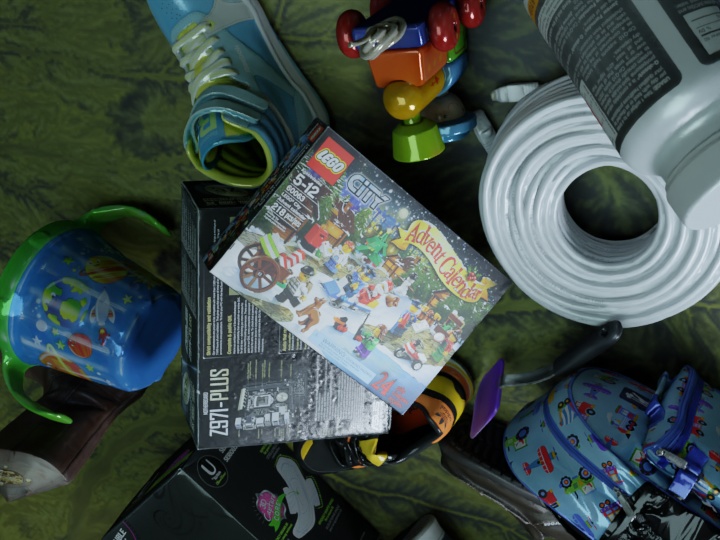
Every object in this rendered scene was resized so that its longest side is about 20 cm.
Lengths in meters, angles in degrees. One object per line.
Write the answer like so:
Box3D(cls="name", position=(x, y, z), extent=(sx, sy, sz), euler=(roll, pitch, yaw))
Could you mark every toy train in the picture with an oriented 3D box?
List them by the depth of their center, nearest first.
Box3D(cls="toy train", position=(0.031, -0.127, 0.872), extent=(0.084, 0.200, 0.116), euler=(-1, 113, 22))

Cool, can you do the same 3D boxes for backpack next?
Box3D(cls="backpack", position=(0.220, 0.148, 0.974), extent=(0.200, 0.182, 0.135), euler=(38, 117, 13))

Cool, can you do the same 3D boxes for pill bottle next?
Box3D(cls="pill bottle", position=(0.199, -0.134, 0.808), extent=(0.116, 0.116, 0.200), euler=(-42, 65, 34))

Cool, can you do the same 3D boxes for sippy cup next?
Box3D(cls="sippy cup", position=(-0.229, 0.040, 1.094), extent=(0.130, 0.140, 0.178), euler=(22, 114, 22))

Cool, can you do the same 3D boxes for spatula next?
Box3D(cls="spatula", position=(0.144, 0.081, 1.005), extent=(0.021, 0.057, 0.200), euler=(27, 144, -22))

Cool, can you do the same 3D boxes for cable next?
Box3D(cls="cable", position=(0.188, -0.053, 0.932), extent=(0.199, 0.069, 0.201), euler=(-11, 112, 26))

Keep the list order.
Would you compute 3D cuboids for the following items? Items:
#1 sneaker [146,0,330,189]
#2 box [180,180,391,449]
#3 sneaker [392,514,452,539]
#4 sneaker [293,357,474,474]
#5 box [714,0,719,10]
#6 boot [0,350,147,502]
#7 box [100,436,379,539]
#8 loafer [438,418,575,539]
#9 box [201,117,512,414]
Box3D(cls="sneaker", position=(-0.114, -0.151, 0.962), extent=(0.079, 0.131, 0.200), euler=(-36, 100, 34))
Box3D(cls="box", position=(-0.059, 0.032, 1.004), extent=(0.163, 0.086, 0.201), euler=(-4, 109, -16))
Box3D(cls="sneaker", position=(0.044, 0.342, 1.201), extent=(0.146, 0.077, 0.202), euler=(48, 122, -5))
Box3D(cls="sneaker", position=(0.006, 0.142, 1.099), extent=(0.200, 0.090, 0.070), euler=(-29, 104, 31))
Box3D(cls="box", position=(0.290, -0.185, 0.740), extent=(0.124, 0.200, 0.197), euler=(-27, 105, 31))
Box3D(cls="boot", position=(-0.308, 0.129, 1.150), extent=(0.186, 0.200, 0.064), euler=(4, 122, 21))
Box3D(cls="box", position=(-0.114, 0.255, 1.188), extent=(0.200, 0.124, 0.149), euler=(45, 122, -5))
Box3D(cls="loafer", position=(0.151, 0.201, 1.083), extent=(0.200, 0.073, 0.071), euler=(28, 122, 5))
Box3D(cls="box", position=(0.000, 0.000, 0.942), extent=(0.200, 0.038, 0.137), euler=(38, 94, -24))
